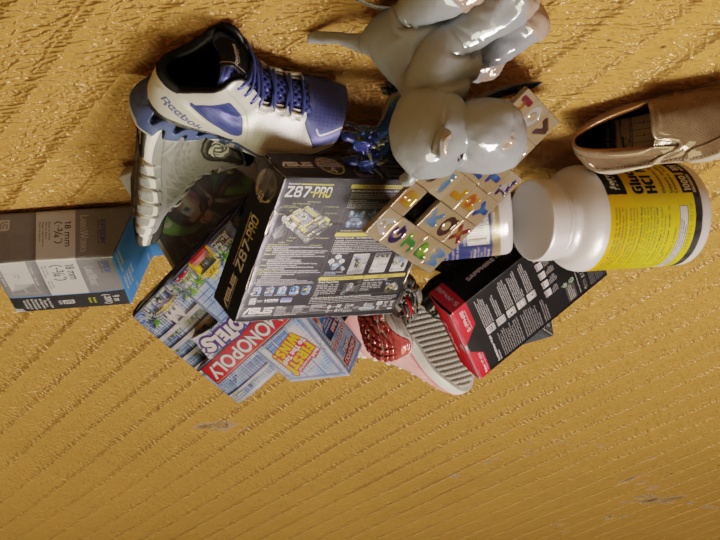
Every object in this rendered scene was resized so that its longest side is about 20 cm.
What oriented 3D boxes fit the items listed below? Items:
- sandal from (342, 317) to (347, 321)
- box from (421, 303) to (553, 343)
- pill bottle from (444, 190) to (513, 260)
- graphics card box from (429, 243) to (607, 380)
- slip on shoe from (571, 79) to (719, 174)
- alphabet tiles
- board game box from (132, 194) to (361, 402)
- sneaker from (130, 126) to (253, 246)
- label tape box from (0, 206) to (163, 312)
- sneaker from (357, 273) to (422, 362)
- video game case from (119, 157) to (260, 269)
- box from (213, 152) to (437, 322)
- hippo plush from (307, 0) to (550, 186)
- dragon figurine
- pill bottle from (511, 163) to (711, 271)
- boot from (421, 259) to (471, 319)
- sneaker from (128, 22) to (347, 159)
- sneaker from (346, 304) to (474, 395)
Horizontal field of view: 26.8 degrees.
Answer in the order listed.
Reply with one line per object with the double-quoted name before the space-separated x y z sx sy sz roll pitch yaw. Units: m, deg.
"sandal" 0.000 -0.001 1.652 0.043 0.200 0.076 3 124 29
"box" 0.131 0.071 2.001 0.199 0.044 0.160 -18 153 27
"pill bottle" 0.055 -0.062 1.583 0.199 0.112 0.111 -5 157 1
"graphics card box" 0.179 0.015 1.700 0.200 0.051 0.126 -38 135 -10
"slip on shoe" 0.304 -0.144 1.499 0.199 0.076 0.061 -10 164 30
"alphabet tiles" 0.105 -0.087 1.449 0.200 0.008 0.167 -45 153 8
"board game box" -0.109 0.057 1.561 0.200 0.062 0.200 41 123 -10
"sneaker" -0.163 -0.093 1.479 0.115 0.075 0.200 -2 145 -14
"label tape box" -0.299 -0.013 1.682 0.199 0.064 0.144 -4 158 -2
"sneaker" 0.035 0.034 1.744 0.082 0.200 0.078 -6 121 -7
"video game case" -0.125 -0.043 1.553 0.181 0.023 0.200 -16 116 25
"box" -0.028 -0.030 1.453 0.199 0.049 0.162 -2 127 -39
"hippo plush" 0.075 -0.164 1.283 0.199 0.162 0.159 2 156 -17
"dragon figurine" 0.073 -0.137 1.424 0.199 0.100 0.059 1 157 -14
"pill bottle" 0.263 -0.057 1.608 0.199 0.113 0.112 -4 159 -28
"boot" 0.110 -0.002 1.777 0.210 0.080 0.158 11 152 -34
"sneaker" -0.101 -0.160 1.358 0.198 0.081 0.115 4 158 -17
"sneaker" 0.049 0.092 1.921 0.200 0.075 0.105 42 139 -15
